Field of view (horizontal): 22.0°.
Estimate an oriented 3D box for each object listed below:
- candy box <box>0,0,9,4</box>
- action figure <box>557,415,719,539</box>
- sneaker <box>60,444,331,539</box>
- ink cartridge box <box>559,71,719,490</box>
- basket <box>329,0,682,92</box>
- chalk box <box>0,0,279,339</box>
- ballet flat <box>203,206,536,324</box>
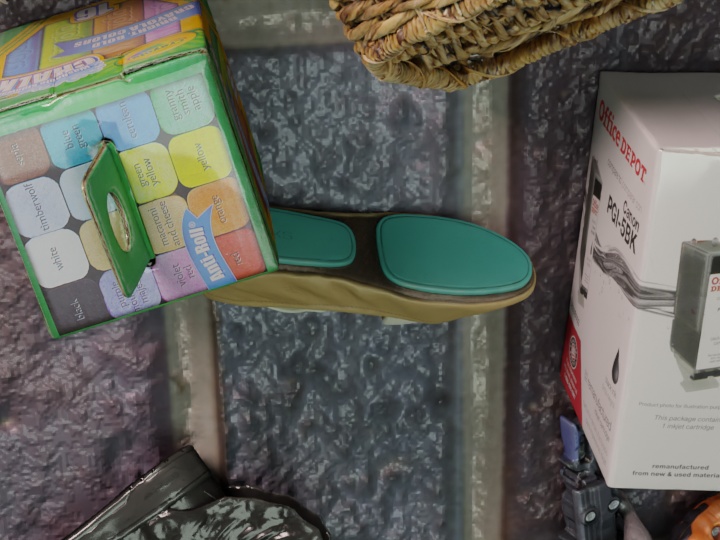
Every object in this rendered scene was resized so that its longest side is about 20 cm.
[{"bbox_3d":[-0.223,-0.200,0.873,0.136,0.200,0.061,9,74,-11],"label":"candy box"},{"bbox_3d":[0.185,0.180,1.147,0.193,0.105,0.201,-22,118,-9],"label":"action figure"},{"bbox_3d":[-0.124,0.183,1.110,0.200,0.060,0.104,-38,91,5],"label":"sneaker"},{"bbox_3d":[0.175,0.002,1.042,0.082,0.147,0.201,2,112,-7],"label":"ink cartridge box"},{"bbox_3d":[0.089,-0.155,0.934,0.199,0.143,0.149,-19,116,25],"label":"basket"},{"bbox_3d":[-0.117,-0.056,0.944,0.123,0.200,0.125,-17,115,-1],"label":"chalk box"},{"bbox_3d":[0.000,0.000,1.072,0.199,0.069,0.063,9,140,-9],"label":"ballet flat"}]
